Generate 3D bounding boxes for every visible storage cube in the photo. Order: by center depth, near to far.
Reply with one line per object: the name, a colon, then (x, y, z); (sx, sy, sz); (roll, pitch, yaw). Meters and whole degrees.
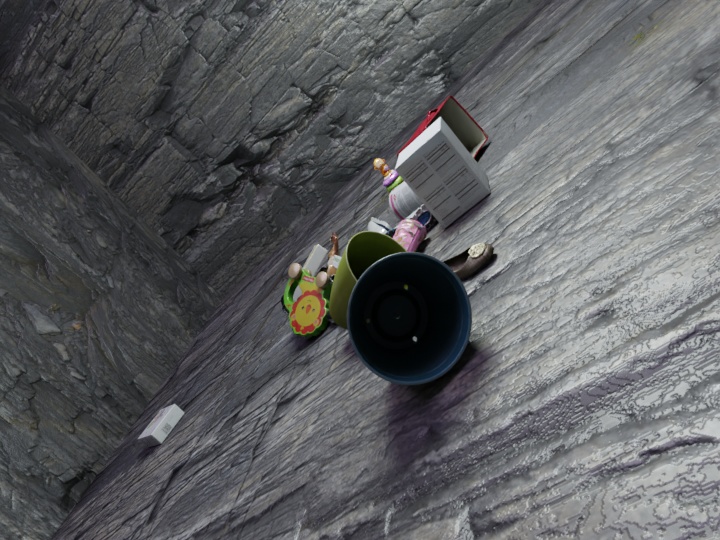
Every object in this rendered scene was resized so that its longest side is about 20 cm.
storage cube: (0.249, -0.384, 1.659); (0.172, 0.200, 0.179); (-53, 10, -29)

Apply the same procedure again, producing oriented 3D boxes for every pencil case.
pencil case: (0.106, -0.048, 1.371); (0.201, 0.081, 0.088); (-60, -22, -44)

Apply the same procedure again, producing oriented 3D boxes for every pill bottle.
pill bottle: (0.184, -0.231, 1.579); (0.199, 0.113, 0.114); (-30, 20, 46)

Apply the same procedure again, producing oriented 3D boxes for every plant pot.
plant pot: (0.072, 0.081, 0.925); (0.200, 0.200, 0.188); (-46, -1, -5)
plant pot: (0.008, 0.047, 1.248); (0.201, 0.185, 0.188); (-52, 5, 44)

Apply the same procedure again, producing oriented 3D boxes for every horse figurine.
horse figurine: (-0.094, -0.006, 1.743); (0.133, 0.049, 0.203); (120, 160, -49)

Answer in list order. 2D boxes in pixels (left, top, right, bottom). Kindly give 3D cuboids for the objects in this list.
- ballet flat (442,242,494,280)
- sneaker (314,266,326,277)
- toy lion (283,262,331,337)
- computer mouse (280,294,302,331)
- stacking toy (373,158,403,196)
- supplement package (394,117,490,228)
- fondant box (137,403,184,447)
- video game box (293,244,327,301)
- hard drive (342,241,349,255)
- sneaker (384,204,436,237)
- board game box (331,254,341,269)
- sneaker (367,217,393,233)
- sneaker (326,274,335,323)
ballet flat: (0.186, -0.009, 1.099); (0.199, 0.046, 0.068); (-30, 21, 47)
sneaker: (-0.152, 0.081, 1.806); (0.090, 0.066, 0.202); (-51, 12, 37)
toy lion: (-0.157, 0.094, 1.589); (0.197, 0.068, 0.195); (16, 81, 41)
computer mouse: (-0.146, 0.094, 1.673); (0.198, 0.140, 0.052); (-34, -19, 18)
stacking toy: (0.114, -0.283, 1.744); (0.116, 0.200, 0.110); (-43, 14, -2)
supplement package: (0.210, -0.252, 1.385); (0.150, 0.200, 0.153); (-38, 15, 24)
fondant box: (-0.794, 0.619, 2.151); (0.199, 0.058, 0.145); (-28, 23, 49)
video game box: (-0.179, 0.010, 1.813); (0.203, 0.046, 0.182); (-61, 5, -2)
hard drive: (-0.016, -0.043, 1.700); (0.138, 0.042, 0.199); (-69, 16, -13)
sneaker: (0.137, -0.112, 1.508); (0.198, 0.076, 0.087); (-37, 5, 13)
board game box: (0.000, 0.000, 1.449); (0.200, 0.124, 0.035); (-154, 81, -75)
sneaker: (0.051, -0.115, 1.737); (0.081, 0.076, 0.200); (-55, 13, -1)
sneaker: (-0.053, 0.063, 1.443); (0.199, 0.116, 0.076); (-30, 20, 46)
